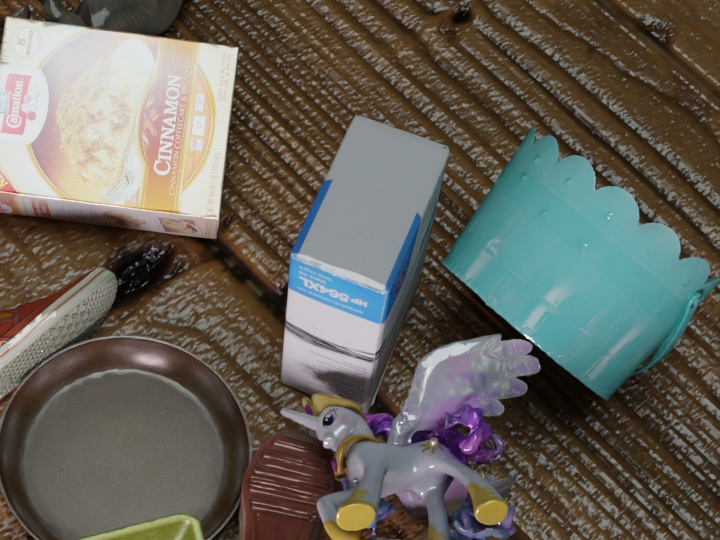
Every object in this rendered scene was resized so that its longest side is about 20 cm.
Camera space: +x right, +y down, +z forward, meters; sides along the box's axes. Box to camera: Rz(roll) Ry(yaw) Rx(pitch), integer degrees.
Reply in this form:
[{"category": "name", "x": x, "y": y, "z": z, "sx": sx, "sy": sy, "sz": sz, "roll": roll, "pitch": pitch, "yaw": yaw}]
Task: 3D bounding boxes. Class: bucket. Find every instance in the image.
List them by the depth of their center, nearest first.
[{"category": "bucket", "x": 0.174, "y": -0.002, "z": 1.372, "sx": 0.207, "sy": 0.207, "sz": 0.135, "roll": 41, "pitch": 94, "yaw": 15}]

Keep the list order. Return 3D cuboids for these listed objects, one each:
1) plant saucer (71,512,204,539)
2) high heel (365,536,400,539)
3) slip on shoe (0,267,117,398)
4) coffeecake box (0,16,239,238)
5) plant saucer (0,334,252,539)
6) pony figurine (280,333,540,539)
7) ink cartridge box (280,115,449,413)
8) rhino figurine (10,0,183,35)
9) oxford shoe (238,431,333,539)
[{"category": "plant saucer", "x": -0.191, "y": 0.296, "z": 1.220, "sx": 0.198, "sy": 0.048, "sz": 0.201, "roll": -12, "pitch": 74, "yaw": -15}, {"category": "high heel", "x": 0.068, "y": 0.292, "z": 1.262, "sx": 0.199, "sy": 0.072, "sz": 0.143, "roll": 32, "pitch": 53, "yaw": -1}, {"category": "slip on shoe", "x": -0.279, "y": 0.054, "z": 1.353, "sx": 0.199, "sy": 0.074, "sz": 0.061, "roll": -36, "pitch": 68, "yaw": -21}, {"category": "coffeecake box", "x": -0.210, "y": -0.120, "z": 1.440, "sx": 0.198, "sy": 0.073, "sz": 0.155, "roll": 7, "pitch": 77, "yaw": -5}, {"category": "plant saucer", "x": -0.185, "y": 0.145, "z": 1.335, "sx": 0.198, "sy": 0.032, "sz": 0.202, "roll": 4, "pitch": 60, "yaw": -7}, {"category": "pony figurine", "x": 0.046, "y": 0.144, "z": 1.273, "sx": 0.191, "sy": 0.168, "sz": 0.200, "roll": 0, "pitch": 24, "yaw": -12}, {"category": "ink cartridge box", "x": 0.000, "y": 0.000, "z": 1.353, "sx": 0.084, "sy": 0.201, "sz": 0.147, "roll": 20, "pitch": 58, "yaw": 6}, {"category": "rhino figurine", "x": -0.213, "y": -0.247, "z": 1.544, "sx": 0.200, "sy": 0.060, "sz": 0.088, "roll": -37, "pitch": 91, "yaw": -27}, {"category": "oxford shoe", "x": -0.067, "y": 0.206, "z": 1.300, "sx": 0.070, "sy": 0.074, "sz": 0.201, "roll": 16, "pitch": 38, "yaw": -1}]
